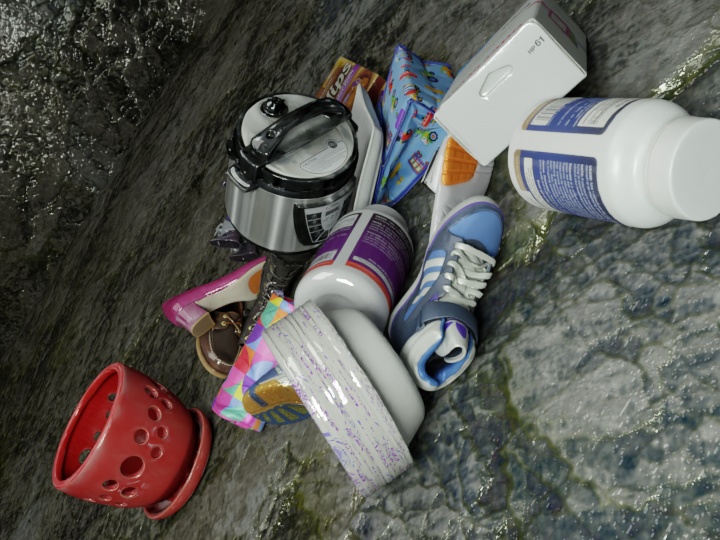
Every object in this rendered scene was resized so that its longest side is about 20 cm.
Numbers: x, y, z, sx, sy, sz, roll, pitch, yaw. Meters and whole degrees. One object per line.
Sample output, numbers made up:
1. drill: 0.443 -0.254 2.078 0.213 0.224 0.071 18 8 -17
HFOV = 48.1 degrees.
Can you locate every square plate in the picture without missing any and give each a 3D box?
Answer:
1. square plate: -0.003 -0.143 1.154 0.199 0.028 0.201 -103 23 -60

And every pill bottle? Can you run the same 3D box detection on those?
1. pill bottle: 0.000 0.000 0.980 0.112 0.112 0.200 -38 14 34
2. pill bottle: 0.234 -0.099 0.731 0.112 0.111 0.200 -61 28 -3

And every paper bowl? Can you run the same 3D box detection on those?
1. paper bowl: -0.009 0.121 0.834 0.104 0.202 0.201 -33 27 -9

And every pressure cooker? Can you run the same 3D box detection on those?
1. pressure cooker: -0.095 -0.139 1.087 0.201 0.177 0.177 110 167 -51

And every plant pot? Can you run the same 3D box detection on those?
1. plant pot: -0.339 0.265 1.232 0.200 0.182 0.202 -38 36 34

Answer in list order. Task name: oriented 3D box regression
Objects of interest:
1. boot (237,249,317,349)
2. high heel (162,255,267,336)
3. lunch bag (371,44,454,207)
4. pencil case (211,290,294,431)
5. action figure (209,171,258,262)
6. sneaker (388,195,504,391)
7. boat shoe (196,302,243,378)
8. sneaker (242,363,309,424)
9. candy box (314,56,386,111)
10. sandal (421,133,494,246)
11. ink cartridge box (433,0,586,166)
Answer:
1. boot: -0.132 0.041 1.221 0.200 0.069 0.175 136 155 -70
2. high heel: -0.226 0.025 1.321 0.096 0.068 0.200 31 64 36
3. lunch bag: 0.057 -0.185 1.143 0.151 0.093 0.201 -96 29 -47
4. pencil case: -0.130 0.126 1.135 0.201 0.088 0.088 -62 29 -1
5. action figure: -0.215 -0.119 1.471 0.069 0.130 0.201 -5 56 16
6. sneaker: 0.105 0.031 0.835 0.201 0.080 0.147 -58 21 12
7. boat shoe: -0.226 0.092 1.330 0.070 0.070 0.201 -50 30 19
8. sneaker: -0.069 0.129 1.043 0.199 0.075 0.089 -31 30 29
9. candy box: -0.017 -0.284 1.364 0.117 0.056 0.200 -56 27 8
10. sandal: 0.103 -0.090 0.965 0.059 0.079 0.208 -10 57 51
11. ink cartridge box: 0.172 -0.219 0.901 0.144 0.085 0.200 -42 9 29
